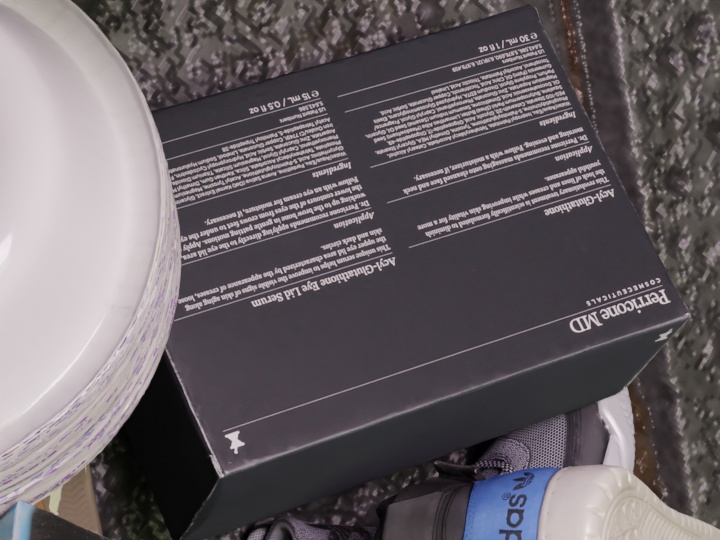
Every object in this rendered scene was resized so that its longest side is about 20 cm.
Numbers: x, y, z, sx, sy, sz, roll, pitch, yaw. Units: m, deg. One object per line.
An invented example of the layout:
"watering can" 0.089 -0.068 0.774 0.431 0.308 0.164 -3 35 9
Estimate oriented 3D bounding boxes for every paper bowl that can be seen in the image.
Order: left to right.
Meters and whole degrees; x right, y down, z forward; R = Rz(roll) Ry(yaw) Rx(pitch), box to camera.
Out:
"paper bowl" -0.162 -0.017 0.973 0.199 0.104 0.202 -1 70 2

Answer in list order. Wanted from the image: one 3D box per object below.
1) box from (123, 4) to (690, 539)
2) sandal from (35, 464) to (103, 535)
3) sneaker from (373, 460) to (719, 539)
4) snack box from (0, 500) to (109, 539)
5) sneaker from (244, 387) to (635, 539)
"box" 0.000 0.000 1.089 0.199 0.079 0.142 -17 68 -25
"sandal" -0.136 0.043 1.063 0.080 0.054 0.201 -22 100 -24
"sneaker" 0.073 0.125 1.084 0.200 0.111 0.077 40 53 -56
"snack box" -0.069 0.162 1.028 0.199 0.116 0.037 27 36 -27
"sneaker" 0.025 0.105 1.131 0.114 0.075 0.201 32 80 -26
